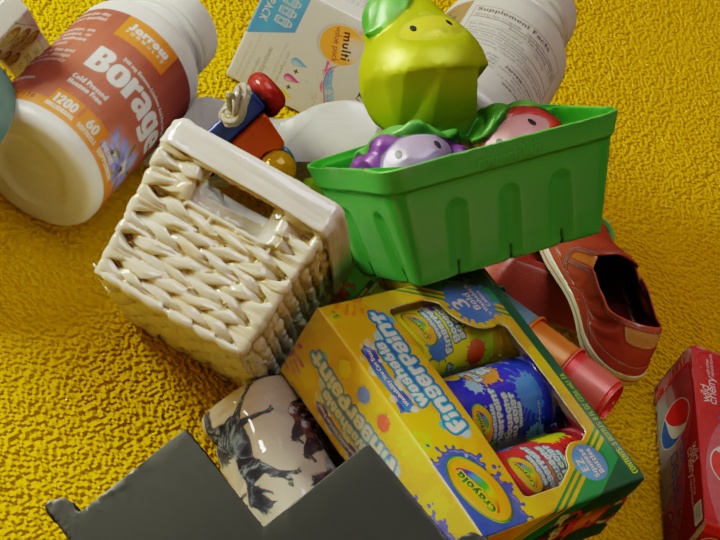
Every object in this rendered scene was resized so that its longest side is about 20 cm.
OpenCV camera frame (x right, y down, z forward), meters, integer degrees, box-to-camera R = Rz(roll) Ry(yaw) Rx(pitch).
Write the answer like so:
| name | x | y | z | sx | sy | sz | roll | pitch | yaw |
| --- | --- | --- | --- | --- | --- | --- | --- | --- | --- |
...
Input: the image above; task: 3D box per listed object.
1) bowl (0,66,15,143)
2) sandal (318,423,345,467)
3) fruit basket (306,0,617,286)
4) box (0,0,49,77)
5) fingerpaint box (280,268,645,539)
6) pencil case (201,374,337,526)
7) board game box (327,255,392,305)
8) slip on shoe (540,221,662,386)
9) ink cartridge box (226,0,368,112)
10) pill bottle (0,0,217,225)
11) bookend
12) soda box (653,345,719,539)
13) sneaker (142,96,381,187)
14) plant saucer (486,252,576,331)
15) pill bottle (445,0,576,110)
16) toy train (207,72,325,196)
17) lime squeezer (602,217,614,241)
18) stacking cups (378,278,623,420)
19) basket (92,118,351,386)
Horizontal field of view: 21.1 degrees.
| name | x | y | z | sx | sy | sz | roll | pitch | yaw |
| --- | --- | --- | --- | --- | --- | --- | --- | --- | --- |
| bowl | -0.352 | -0.139 | 1.352 | 0.200 | 0.105 | 0.201 | -6 | 42 | 6 |
| sandal | 0.007 | 0.138 | 1.384 | 0.200 | 0.055 | 0.082 | 53 | 2 | 14 |
| fruit basket | 0.065 | -0.108 | 1.393 | 0.215 | 0.217 | 0.155 | 5 | 3 | -28 |
| box | -0.270 | -0.184 | 1.471 | 0.039 | 0.041 | 0.200 | 46 | -5 | -3 |
| fingerpaint box | 0.070 | 0.104 | 1.326 | 0.166 | 0.073 | 0.200 | -12 | 56 | -41 |
| pencil case | -0.037 | 0.160 | 1.312 | 0.089 | 0.078 | 0.200 | 11 | 39 | -46 |
| board game box | 0.000 | 0.000 | 1.535 | 0.101 | 0.048 | 0.200 | 34 | 38 | 6 |
| slip on shoe | 0.193 | 0.001 | 1.533 | 0.074 | 0.061 | 0.200 | 12 | 40 | -25 |
| ink cartridge box | -0.001 | -0.183 | 1.681 | 0.199 | 0.115 | 0.068 | 26 | 39 | -5 |
| pill bottle | -0.195 | -0.135 | 1.478 | 0.112 | 0.112 | 0.200 | 33 | 52 | 4 |
| bookend | -0.053 | 0.171 | 1.197 | 0.199 | 0.092 | 0.200 | -39 | 68 | -8 |
| soda box | 0.281 | 0.154 | 1.532 | 0.070 | 0.064 | 0.200 | 20 | 40 | -12 |
| sneaker | -0.083 | -0.094 | 1.575 | 0.199 | 0.089 | 0.076 | 0 | 76 | -1 |
| plant saucer | 0.138 | -0.038 | 1.629 | 0.199 | 0.037 | 0.200 | 18 | 37 | -43 |
| pill bottle | 0.105 | -0.163 | 1.581 | 0.114 | 0.114 | 0.200 | 31 | 47 | 1 |
| toy train | -0.065 | -0.079 | 1.428 | 0.116 | 0.085 | 0.200 | 46 | -3 | -5 |
| lime squeezer | 0.196 | -0.030 | 1.635 | 0.038 | 0.071 | 0.200 | -21 | 44 | 4 |
| stacking cups | 0.104 | 0.047 | 1.448 | 0.200 | 0.061 | 0.060 | 39 | 39 | 19 |
| basket | -0.093 | -0.002 | 1.344 | 0.135 | 0.200 | 0.124 | 29 | 81 | 7 |
